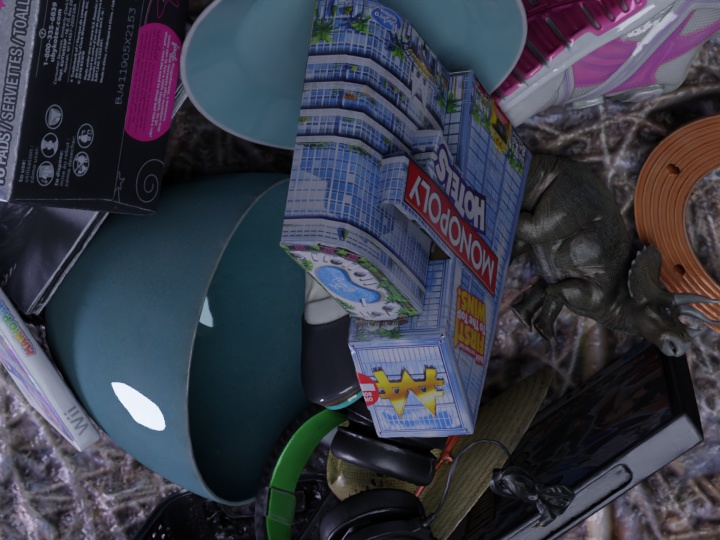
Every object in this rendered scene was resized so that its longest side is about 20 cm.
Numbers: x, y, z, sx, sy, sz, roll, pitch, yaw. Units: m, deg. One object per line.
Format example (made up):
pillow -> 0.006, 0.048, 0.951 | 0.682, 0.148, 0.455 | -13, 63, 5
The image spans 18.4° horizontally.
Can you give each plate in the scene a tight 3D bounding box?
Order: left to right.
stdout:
plate -> -0.004, -0.132, 1.264 | 0.199, 0.026, 0.200 | -6, 150, -4

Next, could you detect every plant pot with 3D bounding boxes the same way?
plant pot -> -0.112, 0.030, 1.357 | 0.134, 0.200, 0.201 | 12, 114, 24

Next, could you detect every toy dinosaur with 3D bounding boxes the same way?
toy dinosaur -> 0.129, -0.020, 1.402 | 0.102, 0.077, 0.200 | -36, 92, -5

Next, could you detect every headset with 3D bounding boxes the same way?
headset -> 0.024, 0.132, 1.294 | 0.094, 0.124, 0.200 | 22, 156, -40

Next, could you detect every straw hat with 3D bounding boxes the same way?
straw hat -> 0.027, 0.115, 1.386 | 0.085, 0.201, 0.201 | 37, 106, -2

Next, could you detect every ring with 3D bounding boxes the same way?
ring -> 0.263, -0.021, 1.371 | 0.200, 0.019, 0.201 | 19, 138, 18

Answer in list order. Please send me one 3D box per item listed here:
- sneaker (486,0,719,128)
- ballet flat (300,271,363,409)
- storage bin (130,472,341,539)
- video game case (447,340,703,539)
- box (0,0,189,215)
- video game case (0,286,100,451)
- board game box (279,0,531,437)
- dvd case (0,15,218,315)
sneaker -> 0.149, -0.131, 1.340 | 0.200, 0.081, 0.088 | -31, 124, 12
ballet flat -> 0.000, 0.000, 1.334 | 0.073, 0.200, 0.073 | 12, 129, 15
storage bin -> -0.088, 0.222, 1.398 | 0.135, 0.200, 0.094 | -8, 115, 26
video game case -> 0.127, 0.117, 1.378 | 0.180, 0.200, 0.026 | -35, 97, 11
box -> -0.181, -0.140, 1.238 | 0.114, 0.132, 0.201 | 11, 94, 34
video game case -> -0.234, 0.012, 1.355 | 0.018, 0.143, 0.200 | -36, 110, -13
board game box -> 0.028, -0.019, 1.235 | 0.061, 0.201, 0.200 | -4, 155, 24
dvd case -> -0.183, -0.096, 1.327 | 0.200, 0.149, 0.016 | -53, 149, 16
